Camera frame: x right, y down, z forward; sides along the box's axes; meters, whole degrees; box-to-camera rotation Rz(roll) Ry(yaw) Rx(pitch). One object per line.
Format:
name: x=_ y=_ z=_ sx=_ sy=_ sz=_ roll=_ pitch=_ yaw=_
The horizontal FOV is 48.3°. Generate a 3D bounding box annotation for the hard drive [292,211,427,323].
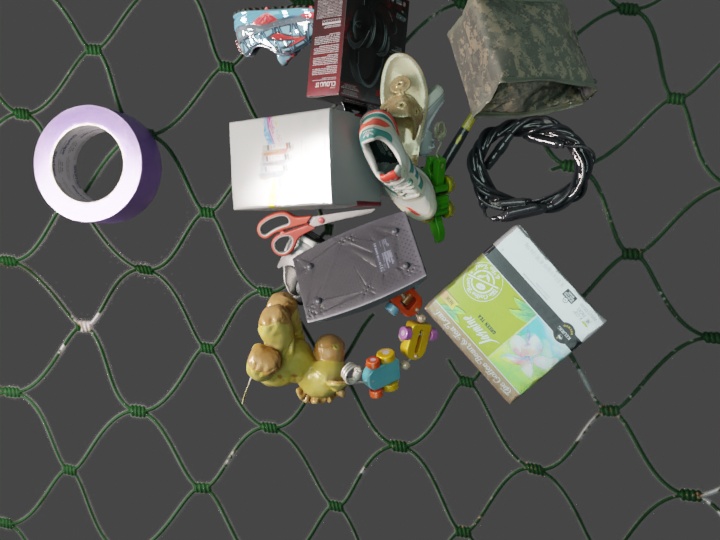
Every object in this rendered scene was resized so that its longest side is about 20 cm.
hard drive: x=0.000 y=0.000 z=1.257 sx=0.200 sy=0.042 sz=0.135 roll=-22 pitch=60 yaw=10

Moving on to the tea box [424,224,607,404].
tea box: x=0.241 y=0.064 z=1.267 sx=0.197 sy=0.134 sz=0.200 roll=-43 pitch=86 yaw=9

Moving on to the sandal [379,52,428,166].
sandal: x=0.068 y=-0.230 z=1.246 sx=0.077 sy=0.070 sz=0.212 roll=1 pitch=103 yaw=-2

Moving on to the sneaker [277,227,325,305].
sneaker: x=-0.055 y=0.022 z=1.353 sx=0.200 sy=0.075 sz=0.116 roll=34 pitch=102 yaw=17

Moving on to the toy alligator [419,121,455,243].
toy alligator: x=0.116 y=-0.145 z=1.310 sx=0.054 sy=0.059 sz=0.201 roll=20 pitch=119 yaw=49

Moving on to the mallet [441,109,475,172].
mallet: x=0.185 y=-0.234 z=1.317 sx=0.066 sy=0.041 sz=0.200 roll=24 pitch=101 yaw=5

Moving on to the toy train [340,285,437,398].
toy train: x=0.044 y=0.107 z=1.311 sx=0.150 sy=0.056 sz=0.200 roll=39 pitch=84 yaw=-37

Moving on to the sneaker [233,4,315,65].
sneaker: x=-0.113 y=-0.394 z=1.348 sx=0.199 sy=0.079 sz=0.096 roll=3 pitch=106 yaw=16

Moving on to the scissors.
scissors: x=-0.077 y=-0.085 z=1.300 sx=0.200 sy=0.014 sz=0.073 roll=-24 pitch=102 yaw=22

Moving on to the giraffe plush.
giraffe plush: x=-0.093 y=0.150 z=1.319 sx=0.162 sy=0.173 sz=0.200 roll=16 pitch=109 yaw=1

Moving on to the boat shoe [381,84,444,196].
boat shoe: x=0.083 y=-0.211 z=1.323 sx=0.071 sy=0.070 sz=0.201 roll=37 pitch=97 yaw=-13

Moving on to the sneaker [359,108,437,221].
sneaker: x=0.053 y=-0.142 z=1.217 sx=0.070 sy=0.093 sz=0.200 roll=-19 pitch=119 yaw=22

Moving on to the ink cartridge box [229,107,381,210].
ink cartridge box: x=-0.088 y=-0.170 z=1.276 sx=0.200 sy=0.145 sz=0.145 roll=1 pitch=94 yaw=33

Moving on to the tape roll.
tape roll: x=-0.456 y=-0.182 z=1.399 sx=0.199 sy=0.085 sz=0.201 roll=0 pitch=92 yaw=9

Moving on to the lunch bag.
lunch bag: x=0.256 y=-0.328 z=1.236 sx=0.199 sy=0.118 sz=0.164 roll=-6 pitch=69 yaw=-21

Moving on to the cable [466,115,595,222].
cable: x=0.277 y=-0.170 z=1.300 sx=0.199 sy=0.051 sz=0.164 roll=-14 pitch=85 yaw=12

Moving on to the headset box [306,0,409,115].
headset box: x=-0.003 y=-0.344 z=1.278 sx=0.077 sy=0.149 sz=0.201 roll=6 pitch=92 yaw=43
